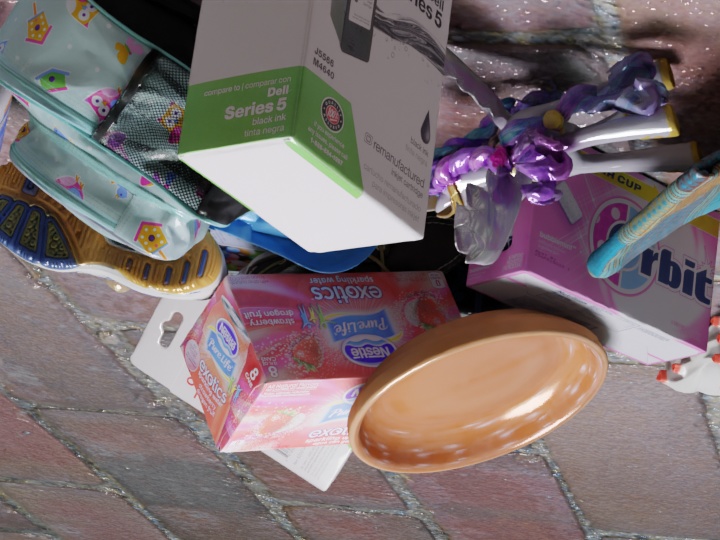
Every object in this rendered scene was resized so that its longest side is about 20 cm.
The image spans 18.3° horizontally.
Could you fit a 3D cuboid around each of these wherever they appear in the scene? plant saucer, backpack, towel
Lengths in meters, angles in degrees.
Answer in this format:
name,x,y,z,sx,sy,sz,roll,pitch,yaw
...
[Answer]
name,x,y,z,sx,sy,sz,roll,pitch,yaw
plant saucer,0.083,0.085,1.644,0.200,0.038,0.200,-14,150,-9
backpack,-0.142,-0.108,1.423,0.200,0.153,0.176,41,-168,-1
towel,0.242,-0.059,1.510,0.146,0.022,0.200,-29,172,-23

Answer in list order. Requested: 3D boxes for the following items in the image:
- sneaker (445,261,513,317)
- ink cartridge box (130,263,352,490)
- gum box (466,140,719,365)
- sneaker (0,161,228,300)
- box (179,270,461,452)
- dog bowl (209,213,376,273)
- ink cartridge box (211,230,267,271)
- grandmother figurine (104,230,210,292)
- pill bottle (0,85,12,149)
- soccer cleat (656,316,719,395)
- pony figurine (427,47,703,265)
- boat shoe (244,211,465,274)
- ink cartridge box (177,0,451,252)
name,x,y,z,sx,sy,sz,roll,pitch,yaw
sneaker,0.131,0.019,1.814,0.199,0.076,0.077,6,156,12
ink cartridge box,-0.078,0.077,1.853,0.200,0.067,0.117,33,124,2
gum box,0.170,-0.017,1.643,0.200,0.114,0.066,23,156,-33
sneaker,-0.193,-0.019,1.680,0.200,0.075,0.088,22,171,13
box,-0.021,0.068,1.692,0.200,0.103,0.095,0,144,-33
dog bowl,-0.071,-0.069,1.634,0.200,0.112,0.050,22,170,-30
ink cartridge box,-0.103,-0.034,1.836,0.199,0.042,0.119,2,159,15
grandmother figurine,-0.165,-0.058,1.726,0.121,0.061,0.200,21,142,-22
pill bottle,-0.313,-0.112,1.615,0.112,0.112,0.200,13,159,-9
soccer cleat,0.324,0.070,1.890,0.077,0.070,0.200,11,168,-18
pony figurine,0.113,-0.083,1.476,0.199,0.167,0.193,-14,165,15
boat shoe,0.000,0.000,1.757,0.201,0.072,0.061,-18,-162,13
ink cartridge box,-0.021,-0.132,1.303,0.084,0.201,0.145,-7,155,32
